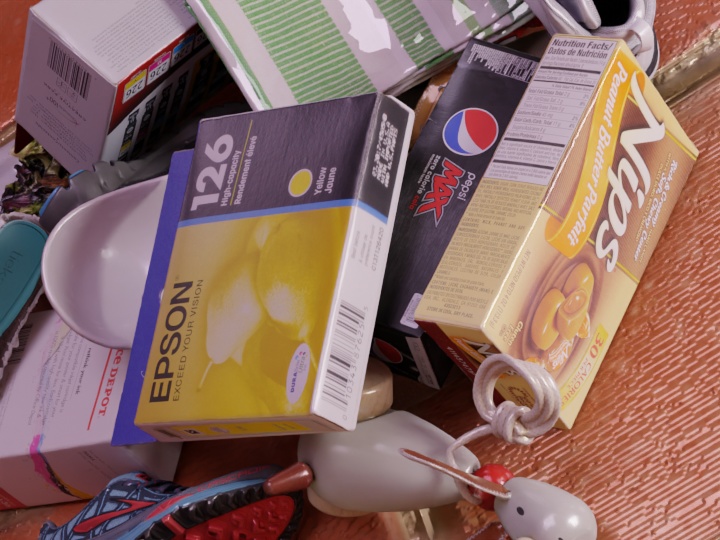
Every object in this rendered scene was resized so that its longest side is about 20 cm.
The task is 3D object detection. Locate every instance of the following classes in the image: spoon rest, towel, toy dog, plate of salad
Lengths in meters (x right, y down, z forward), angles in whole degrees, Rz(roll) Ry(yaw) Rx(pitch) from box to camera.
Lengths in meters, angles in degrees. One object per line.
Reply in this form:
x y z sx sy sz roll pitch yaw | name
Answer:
-0.119 -0.028 1.482 0.200 0.099 0.061 -44 -4 -33 | spoon rest
0.000 -0.179 1.510 0.200 0.023 0.153 -32 73 -5 | towel
0.026 0.122 1.316 0.200 0.132 0.096 -1 24 46 | toy dog
-0.203 -0.060 1.649 0.199 0.048 0.200 -11 39 9 | plate of salad

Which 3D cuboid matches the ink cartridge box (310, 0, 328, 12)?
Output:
0.037 -0.228 1.594 0.059 0.104 0.200 27 75 46 | ink cartridge box

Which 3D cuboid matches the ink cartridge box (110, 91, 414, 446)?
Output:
-0.070 0.001 1.365 0.200 0.047 0.198 -6 65 39 | ink cartridge box

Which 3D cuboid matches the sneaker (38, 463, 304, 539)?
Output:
-0.127 0.152 1.432 0.200 0.079 0.096 -25 43 18 | sneaker

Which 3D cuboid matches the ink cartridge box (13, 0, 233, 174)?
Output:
-0.138 -0.155 1.614 0.084 0.176 0.200 42 60 12 | ink cartridge box

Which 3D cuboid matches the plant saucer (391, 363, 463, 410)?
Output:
0.000 0.000 1.461 0.200 0.037 0.201 -11 53 14 | plant saucer

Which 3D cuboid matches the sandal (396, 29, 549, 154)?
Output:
0.044 -0.112 1.532 0.199 0.054 0.081 -15 49 28 | sandal

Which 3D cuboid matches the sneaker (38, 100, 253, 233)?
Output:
-0.123 -0.048 1.574 0.200 0.082 0.073 -32 -8 -36 | sneaker

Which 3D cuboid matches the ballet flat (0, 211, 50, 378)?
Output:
-0.262 0.052 1.538 0.072 0.072 0.200 17 67 44 | ballet flat

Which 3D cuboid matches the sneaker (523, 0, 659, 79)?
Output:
0.116 -0.199 1.435 0.075 0.115 0.200 -38 85 -4 | sneaker

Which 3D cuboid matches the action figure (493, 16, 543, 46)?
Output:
0.163 -0.199 1.519 0.200 0.052 0.066 -27 39 24 | action figure

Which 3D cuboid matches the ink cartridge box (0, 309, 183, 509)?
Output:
-0.174 0.085 1.529 0.199 0.068 0.117 -10 51 33 | ink cartridge box

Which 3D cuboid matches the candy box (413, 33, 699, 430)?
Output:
0.117 -0.023 1.360 0.055 0.115 0.200 9 63 39 | candy box

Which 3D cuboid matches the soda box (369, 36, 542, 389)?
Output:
0.057 -0.035 1.391 0.063 0.071 0.200 19 66 23 | soda box
